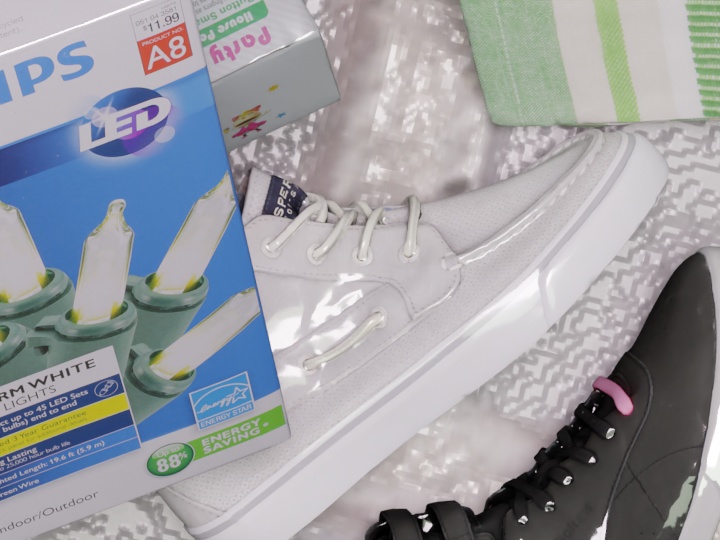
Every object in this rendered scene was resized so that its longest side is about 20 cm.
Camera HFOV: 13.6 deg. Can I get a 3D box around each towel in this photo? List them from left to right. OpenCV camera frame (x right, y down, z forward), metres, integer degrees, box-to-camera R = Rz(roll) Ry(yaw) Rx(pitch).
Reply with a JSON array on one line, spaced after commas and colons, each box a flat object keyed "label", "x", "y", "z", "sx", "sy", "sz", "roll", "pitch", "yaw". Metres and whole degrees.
[{"label": "towel", "x": 0.127, "y": -0.104, "z": 0.944, "sx": 0.199, "sy": 0.153, "sz": 0.023, "roll": -3, "pitch": 50, "yaw": 11}]

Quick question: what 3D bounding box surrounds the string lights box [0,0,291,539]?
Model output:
[{"label": "string lights box", "x": -0.088, "y": -0.014, "z": 0.855, "sx": 0.102, "sy": 0.201, "sz": 0.059, "roll": -21, "pitch": 52, "yaw": -8}]

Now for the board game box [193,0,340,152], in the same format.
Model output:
[{"label": "board game box", "x": -0.114, "y": -0.116, "z": 0.938, "sx": 0.147, "sy": 0.064, "sz": 0.201, "roll": -25, "pitch": 72, "yaw": -2}]

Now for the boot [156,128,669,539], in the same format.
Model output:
[{"label": "boot", "x": 0.000, "y": 0.000, "z": 0.981, "sx": 0.200, "sy": 0.074, "sz": 0.096, "roll": -41, "pitch": 102, "yaw": 0}]

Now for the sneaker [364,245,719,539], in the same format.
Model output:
[{"label": "sneaker", "x": 0.059, "y": 0.078, "z": 0.992, "sx": 0.099, "sy": 0.071, "sz": 0.201, "roll": 18, "pitch": 96, "yaw": -10}]
